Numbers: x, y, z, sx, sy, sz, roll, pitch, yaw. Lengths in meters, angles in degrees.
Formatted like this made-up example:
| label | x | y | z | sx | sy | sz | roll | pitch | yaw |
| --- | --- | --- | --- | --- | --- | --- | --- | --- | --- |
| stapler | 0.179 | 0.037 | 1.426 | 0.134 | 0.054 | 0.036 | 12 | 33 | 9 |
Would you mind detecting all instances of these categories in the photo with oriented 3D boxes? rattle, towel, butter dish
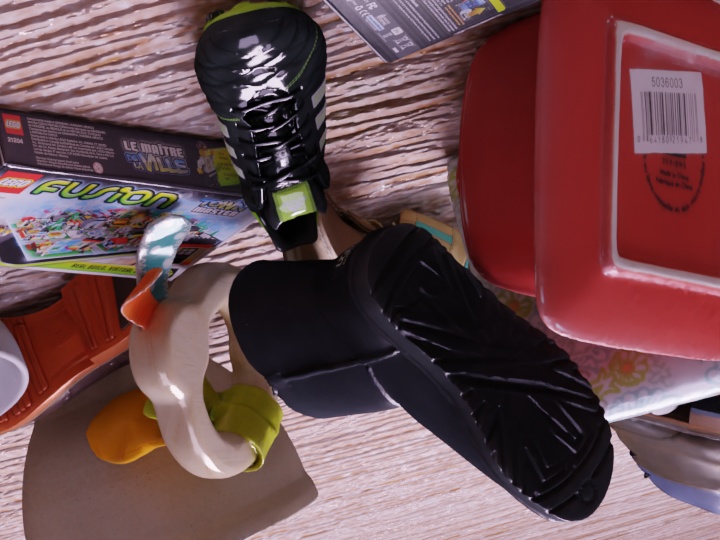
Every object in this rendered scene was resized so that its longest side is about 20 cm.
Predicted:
| label | x | y | z | sx | sy | sz | roll | pitch | yaw |
| --- | --- | --- | --- | --- | --- | --- | --- | --- | --- |
| rattle | -0.133 | 0.040 | 1.209 | 0.142 | 0.131 | 0.200 | 16 | 168 | 31 |
| towel | 0.150 | -0.006 | 1.233 | 0.170 | 0.201 | 0.048 | -16 | 148 | 3 |
| butter dish | 0.116 | -0.055 | 1.143 | 0.147 | 0.202 | 0.199 | -2 | 173 | 43 |

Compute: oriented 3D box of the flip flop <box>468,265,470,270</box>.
| label | x | y | z | sx | sy | sz | roll | pitch | yaw |
| --- | --- | --- | --- | --- | --- | --- | --- | --- | --- |
| flip flop | 0.033 | 0.043 | 1.420 | 0.199 | 0.081 | 0.058 | -29 | 114 | 38 |

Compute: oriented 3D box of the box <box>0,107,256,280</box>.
| label | x | y | z | sx | sy | sz | roll | pitch | yaw |
| --- | --- | --- | --- | --- | --- | --- | --- | --- | --- |
| box | -0.150 | -0.038 | 1.141 | 0.199 | 0.035 | 0.110 | 5 | 151 | -46 |

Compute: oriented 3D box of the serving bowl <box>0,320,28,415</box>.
| label | x | y | z | sx | sy | sz | roll | pitch | yaw |
| --- | --- | --- | --- | --- | --- | --- | --- | --- | --- |
| serving bowl | -0.299 | 0.056 | 1.228 | 0.198 | 0.066 | 0.200 | -14 | 160 | -5 |

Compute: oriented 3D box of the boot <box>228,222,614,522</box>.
| label | x | y | z | sx | sy | sz | roll | pitch | yaw |
| --- | --- | --- | --- | --- | --- | --- | --- | --- | --- |
| boot | 0.030 | 0.061 | 1.152 | 0.077 | 0.200 | 0.168 | -51 | -163 | -25 |

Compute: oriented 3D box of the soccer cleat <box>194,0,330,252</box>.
| label | x | y | z | sx | sy | sz | roll | pitch | yaw |
| --- | --- | --- | --- | --- | --- | --- | --- | --- | --- |
| soccer cleat | -0.041 | -0.073 | 1.066 | 0.067 | 0.082 | 0.200 | -16 | 160 | -2 |

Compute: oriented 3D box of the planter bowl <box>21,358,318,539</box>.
| label | x | y | z | sx | sy | sz | roll | pitch | yaw |
| --- | --- | --- | --- | --- | --- | --- | --- | --- | --- |
| planter bowl | -0.142 | 0.124 | 1.393 | 0.199 | 0.136 | 0.200 | -20 | -179 | 0 |

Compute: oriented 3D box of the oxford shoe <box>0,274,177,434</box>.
| label | x | y | z | sx | sy | sz | roll | pitch | yaw |
| --- | --- | --- | --- | --- | --- | --- | --- | --- | --- |
| oxford shoe | -0.187 | 0.056 | 1.316 | 0.199 | 0.072 | 0.073 | -27 | 162 | 26 |

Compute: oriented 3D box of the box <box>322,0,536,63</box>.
| label | x | y | z | sx | sy | sz | roll | pitch | yaw |
| --- | --- | --- | --- | --- | --- | --- | --- | --- | --- |
| box | 0.045 | -0.172 | 0.928 | 0.159 | 0.045 | 0.200 | -22 | 160 | 14 |

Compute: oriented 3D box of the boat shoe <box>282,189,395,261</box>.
| label | x | y | z | sx | sy | sz | roll | pitch | yaw |
| --- | --- | --- | --- | --- | --- | --- | --- | --- | --- |
| boat shoe | 0.000 | 0.000 | 1.265 | 0.066 | 0.075 | 0.200 | -14 | 146 | 11 |

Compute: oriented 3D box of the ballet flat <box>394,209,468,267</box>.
| label | x | y | z | sx | sy | sz | roll | pitch | yaw |
| --- | --- | --- | --- | --- | --- | --- | --- | --- | --- |
| ballet flat | -0.012 | 0.015 | 1.380 | 0.063 | 0.069 | 0.200 | 32 | 132 | -28 |

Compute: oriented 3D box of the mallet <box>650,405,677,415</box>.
| label | x | y | z | sx | sy | sz | roll | pitch | yaw |
| --- | --- | --- | --- | --- | --- | --- | --- | --- | --- |
| mallet | 0.166 | 0.003 | 1.276 | 0.065 | 0.201 | 0.041 | -19 | 140 | -6 |

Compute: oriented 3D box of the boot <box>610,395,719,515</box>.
| label | x | y | z | sx | sy | sz | roll | pitch | yaw |
| --- | --- | --- | --- | --- | --- | --- | --- | --- | --- |
| boot | 0.195 | 0.115 | 1.471 | 0.198 | 0.098 | 0.075 | 12 | -147 | 26 |
